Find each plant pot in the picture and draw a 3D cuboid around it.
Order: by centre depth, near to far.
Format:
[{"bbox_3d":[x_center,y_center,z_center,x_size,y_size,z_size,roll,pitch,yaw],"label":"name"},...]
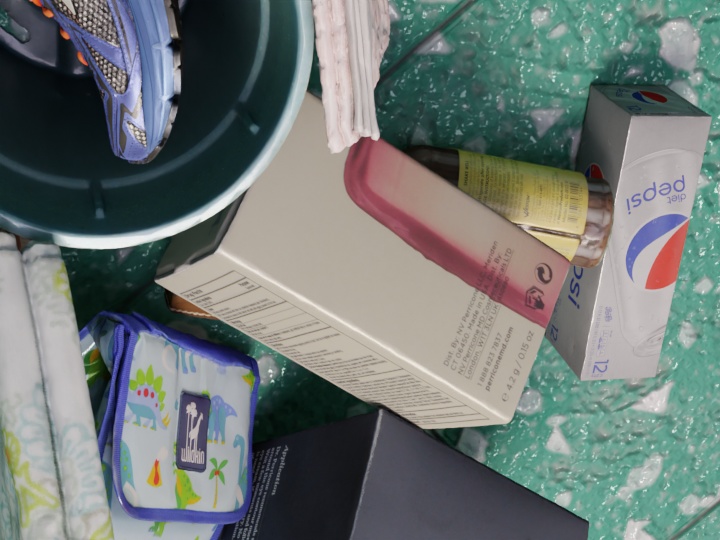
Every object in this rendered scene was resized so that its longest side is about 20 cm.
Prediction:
[{"bbox_3d":[-0.141,-0.143,0.659,0.198,0.196,0.203,-7,117,-13],"label":"plant pot"}]

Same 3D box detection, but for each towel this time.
[{"bbox_3d":[-0.170,0.096,0.637,0.048,0.171,0.202,-8,78,-24],"label":"towel"},{"bbox_3d":[-0.007,-0.187,0.645,0.032,0.192,0.202,-3,118,4],"label":"towel"}]

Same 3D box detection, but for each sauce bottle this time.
[{"bbox_3d":[0.065,-0.049,0.833,0.197,0.065,0.065,12,113,-7],"label":"sauce bottle"}]

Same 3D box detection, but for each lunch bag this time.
[{"bbox_3d":[-0.155,0.128,0.803,0.201,0.127,0.170,-60,154,1],"label":"lunch bag"}]

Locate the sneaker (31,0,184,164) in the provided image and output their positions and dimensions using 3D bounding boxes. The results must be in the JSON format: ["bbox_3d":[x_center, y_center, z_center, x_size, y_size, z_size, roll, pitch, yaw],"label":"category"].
[{"bbox_3d":[-0.123,-0.138,0.522,0.077,0.075,0.202,-14,111,1],"label":"sneaker"}]

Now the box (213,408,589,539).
[{"bbox_3d":[0.016,0.200,0.867,0.196,0.199,0.119,31,59,-27],"label":"box"}]

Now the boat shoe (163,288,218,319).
[{"bbox_3d":[-0.032,0.025,0.848,0.197,0.076,0.075,2,118,-17],"label":"boat shoe"}]

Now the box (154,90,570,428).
[{"bbox_3d":[0.000,0.000,0.744,0.199,0.128,0.110,31,71,-18],"label":"box"}]

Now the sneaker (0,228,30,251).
[{"bbox_3d":[-0.253,-0.028,0.755,0.105,0.075,0.203,-2,101,15],"label":"sneaker"}]

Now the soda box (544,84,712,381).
[{"bbox_3d":[0.186,-0.025,0.893,0.063,0.068,0.202,-1,115,-16],"label":"soda box"}]
